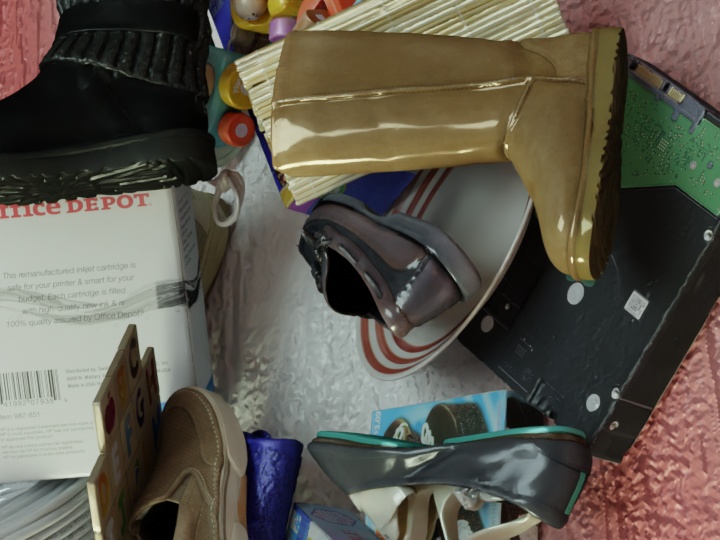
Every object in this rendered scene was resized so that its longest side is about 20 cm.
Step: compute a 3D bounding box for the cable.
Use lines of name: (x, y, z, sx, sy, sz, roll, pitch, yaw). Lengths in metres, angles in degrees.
cable: (-0.252, 0.185, 1.768, 0.200, 0.200, 0.069, -2, 114, 62)

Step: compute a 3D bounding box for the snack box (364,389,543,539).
snack box: (0.051, 0.177, 1.553, 0.116, 0.037, 0.201, -13, 68, 46)

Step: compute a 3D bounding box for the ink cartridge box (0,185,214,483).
ink cartridge box: (-0.177, 0.027, 1.712, 0.145, 0.084, 0.201, -5, 101, 6)

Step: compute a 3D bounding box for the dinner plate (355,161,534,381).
dinner plate: (0.059, -0.022, 1.587, 0.200, 0.024, 0.200, -50, 23, 31)

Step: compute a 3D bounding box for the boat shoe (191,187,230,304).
boat shoe: (-0.148, 0.038, 1.794, 0.071, 0.064, 0.201, 7, 82, 48)

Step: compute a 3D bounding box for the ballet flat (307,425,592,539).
ballet flat: (0.044, 0.124, 1.500, 0.200, 0.073, 0.073, -4, 74, 41)

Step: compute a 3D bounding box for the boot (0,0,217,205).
boot: (-0.190, -0.126, 1.629, 0.079, 0.210, 0.158, 107, 158, -76)

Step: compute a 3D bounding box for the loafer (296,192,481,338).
loafer: (0.000, 0.000, 1.553, 0.063, 0.072, 0.200, -44, 20, -14)

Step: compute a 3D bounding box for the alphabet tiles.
alphabet tiles: (-0.137, 0.144, 1.603, 0.006, 0.167, 0.200, -1, 116, 10)

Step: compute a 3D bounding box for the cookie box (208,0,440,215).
cookie box: (-0.004, -0.156, 1.685, 0.171, 0.075, 0.200, -50, 43, 30)

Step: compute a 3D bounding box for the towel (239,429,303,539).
towel: (-0.086, 0.197, 1.639, 0.148, 0.049, 0.201, 151, 131, -79)

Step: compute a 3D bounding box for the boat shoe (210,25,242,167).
boat shoe: (-0.135, -0.160, 1.770, 0.072, 0.202, 0.060, -25, 36, -5)

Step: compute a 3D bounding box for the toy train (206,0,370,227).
toy train: (-0.067, -0.128, 1.648, 0.200, 0.056, 0.150, -48, 44, 35)

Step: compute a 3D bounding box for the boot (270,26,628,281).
boot: (0.047, -0.066, 1.487, 0.199, 0.066, 0.175, -1, 50, 14)

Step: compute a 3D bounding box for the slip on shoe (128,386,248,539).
slip on shoe: (-0.108, 0.145, 1.577, 0.076, 0.060, 0.200, -55, 32, 38)

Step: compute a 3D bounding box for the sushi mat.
sushi mat: (0.028, -0.120, 1.560, 0.200, 0.012, 0.096, -24, 96, 15)

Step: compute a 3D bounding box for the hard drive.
hard drive: (0.149, -0.009, 1.510, 0.140, 0.038, 0.200, 41, 108, 46)

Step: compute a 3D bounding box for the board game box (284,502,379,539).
board game box: (-0.015, 0.259, 1.528, 0.199, 0.041, 0.201, -149, 70, -67)
